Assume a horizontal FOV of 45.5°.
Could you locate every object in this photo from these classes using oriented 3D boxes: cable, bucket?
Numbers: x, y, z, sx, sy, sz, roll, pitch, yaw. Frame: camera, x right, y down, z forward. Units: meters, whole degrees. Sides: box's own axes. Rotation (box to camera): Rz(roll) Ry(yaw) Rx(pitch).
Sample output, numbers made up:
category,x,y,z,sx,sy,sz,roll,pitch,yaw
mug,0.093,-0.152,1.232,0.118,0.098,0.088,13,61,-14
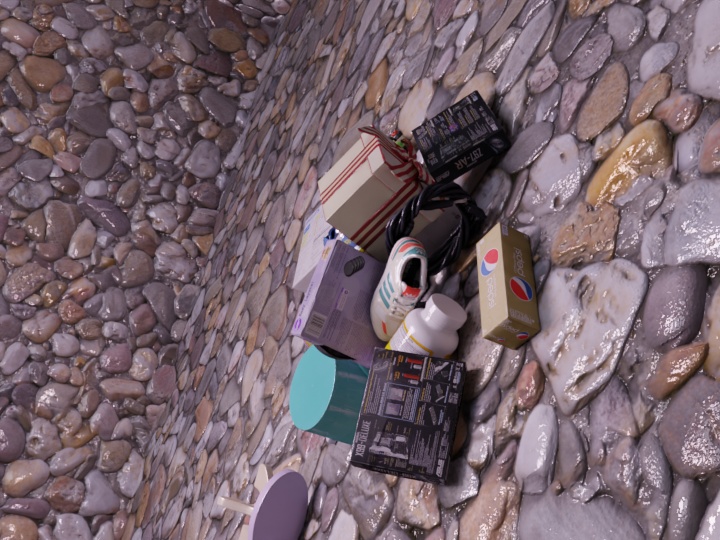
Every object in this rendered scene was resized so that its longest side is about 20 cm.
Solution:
category,x,y,z,sx,sy,sz,roll,pitch,yaw
cable,0.125,-0.068,1.564,0.200,0.163,0.051,-42,41,20
bucket,-0.040,0.239,1.693,0.207,0.135,0.207,-36,44,45

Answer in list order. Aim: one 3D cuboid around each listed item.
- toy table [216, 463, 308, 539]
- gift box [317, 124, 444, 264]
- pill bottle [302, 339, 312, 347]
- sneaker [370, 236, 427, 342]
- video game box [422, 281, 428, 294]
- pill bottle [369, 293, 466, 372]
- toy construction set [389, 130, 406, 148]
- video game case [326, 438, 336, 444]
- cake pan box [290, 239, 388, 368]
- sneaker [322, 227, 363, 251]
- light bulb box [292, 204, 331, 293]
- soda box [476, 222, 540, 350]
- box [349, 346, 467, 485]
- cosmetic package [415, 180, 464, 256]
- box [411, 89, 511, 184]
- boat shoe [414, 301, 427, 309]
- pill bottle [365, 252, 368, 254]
category,x,y,z,sx,sy,sz,roll,pitch,yaw
toy table,-0.199,0.512,1.821,0.117,0.184,0.200,7,66,51
gift box,0.034,-0.154,1.612,0.187,0.200,0.185,-43,35,18
pill bottle,-0.061,0.114,1.810,0.200,0.104,0.104,140,147,-73
sneaker,0.071,0.043,1.529,0.093,0.070,0.200,-119,45,-71
video game box,0.061,0.044,1.799,0.200,0.047,0.182,-56,21,28
pill bottle,0.105,0.139,1.519,0.200,0.104,0.104,-57,24,25
toy construction set,0.057,-0.260,2.039,0.131,0.092,0.200,-47,25,-16
video game case,-0.036,0.246,1.868,0.200,0.022,0.182,-61,22,17
cake pan box,-0.014,0.069,1.589,0.052,0.184,0.200,-2,66,62
sneaker,-0.037,-0.052,1.782,0.074,0.082,0.200,-44,1,-24
light bulb box,-0.056,-0.059,2.071,0.198,0.125,0.200,-40,33,51
soda box,0.234,0.023,1.376,0.068,0.064,0.200,-47,29,42
box,0.081,0.237,1.411,0.050,0.158,0.200,68,-148,-65
cosmetic package,0.119,-0.085,1.685,0.200,0.071,0.101,-40,30,25
box,0.193,-0.261,1.684,0.160,0.044,0.200,-31,32,11
boat shoe,0.080,0.105,1.667,0.200,0.072,0.065,-26,41,55
pill bottle,0.045,-0.132,1.858,0.200,0.114,0.114,-57,15,-26
